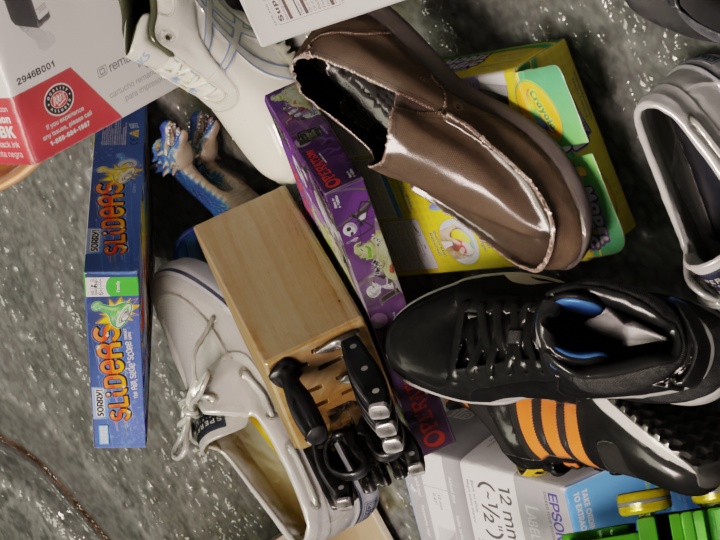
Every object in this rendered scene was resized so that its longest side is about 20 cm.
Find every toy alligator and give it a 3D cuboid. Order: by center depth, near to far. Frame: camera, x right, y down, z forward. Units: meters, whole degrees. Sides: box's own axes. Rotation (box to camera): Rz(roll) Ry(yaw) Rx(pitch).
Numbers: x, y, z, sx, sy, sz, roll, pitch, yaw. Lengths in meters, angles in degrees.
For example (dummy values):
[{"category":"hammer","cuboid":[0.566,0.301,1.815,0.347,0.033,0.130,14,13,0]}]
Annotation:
[{"category":"toy alligator","cuboid":[0.157,0.152,1.529,0.199,0.054,0.060,-11,85,14]}]

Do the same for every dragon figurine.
[{"category":"dragon figurine","cuboid":[-0.076,-0.006,1.729,0.099,0.059,0.201,17,126,42]}]

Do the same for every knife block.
[{"category":"knife block","cuboid":[-0.029,0.039,1.566,0.176,0.064,0.201,100,146,-80]}]

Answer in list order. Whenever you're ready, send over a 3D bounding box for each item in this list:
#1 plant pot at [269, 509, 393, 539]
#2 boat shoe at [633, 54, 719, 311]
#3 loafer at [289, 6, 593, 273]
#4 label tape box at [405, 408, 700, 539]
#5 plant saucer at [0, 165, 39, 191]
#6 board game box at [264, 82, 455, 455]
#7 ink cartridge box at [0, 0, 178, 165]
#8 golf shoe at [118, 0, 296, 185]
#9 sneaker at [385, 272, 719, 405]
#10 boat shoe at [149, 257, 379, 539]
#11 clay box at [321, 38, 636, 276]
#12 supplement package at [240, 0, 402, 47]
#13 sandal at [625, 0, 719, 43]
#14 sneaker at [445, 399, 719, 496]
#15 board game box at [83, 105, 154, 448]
[{"category":"plant pot","cuboid":[-0.062,0.284,1.824,0.200,0.200,0.177,61,156,-4]},{"category":"boat shoe","cuboid":[0.193,-0.009,1.410,0.073,0.065,0.200,-18,101,52]},{"category":"loafer","cuboid":[0.037,-0.062,1.465,0.200,0.071,0.073,40,140,19]},{"category":"label tape box","cuboid":[0.125,0.168,1.616,0.200,0.066,0.144,12,124,46]},{"category":"plant saucer","cuboid":[-0.273,-0.146,1.797,0.199,0.037,0.201,4,107,12]},{"category":"board game box","cuboid":[0.000,0.000,1.595,0.120,0.032,0.200,-114,4,-54]},{"category":"ink cartridge box","cuboid":[-0.202,-0.183,1.675,0.084,0.144,0.201,4,118,46]},{"category":"golf shoe","cuboid":[-0.100,-0.129,1.639,0.078,0.097,0.200,-25,97,52]},{"category":"sneaker","cuboid":[0.090,0.030,1.439,0.199,0.112,0.073,1,81,24]},{"category":"boat shoe","cuboid":[-0.081,0.086,1.674,0.202,0.086,0.075,54,142,10]},{"category":"clay box","cuboid":[0.071,-0.061,1.529,0.200,0.048,0.115,-5,113,49]},{"category":"supplement package","cuboid":[0.028,-0.224,1.375,0.200,0.152,0.151,-11,107,52]},{"category":"sandal","cuboid":[0.201,-0.136,1.328,0.200,0.043,0.076,15,126,43]},{"category":"sneaker","cuboid":[0.125,0.086,1.538,0.200,0.070,0.090,36,121,37]},{"category":"board game box","cuboid":[-0.150,-0.003,1.729,0.200,0.034,0.136,-94,3,-55]}]
